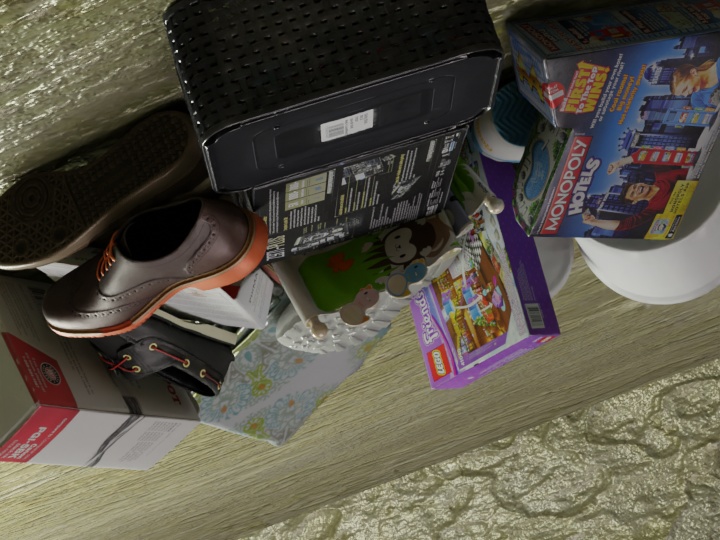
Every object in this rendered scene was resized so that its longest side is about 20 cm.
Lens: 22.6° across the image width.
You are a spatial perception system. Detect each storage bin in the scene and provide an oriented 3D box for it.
[{"bbox_3d":[-0.017,-0.135,1.178,0.200,0.094,0.135,-18,166,-5],"label":"storage bin"}]

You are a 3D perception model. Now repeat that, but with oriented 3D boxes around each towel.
[{"bbox_3d":[-0.080,0.079,1.682,0.171,0.048,0.200,-45,145,14],"label":"towel"}]

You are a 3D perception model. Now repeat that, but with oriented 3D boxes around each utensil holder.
[{"bbox_3d":[0.264,-0.071,1.621,0.170,0.170,0.200,-21,164,9],"label":"utensil holder"}]

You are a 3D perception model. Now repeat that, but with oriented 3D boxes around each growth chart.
[{"bbox_3d":[0.020,-0.027,1.469,0.200,0.145,0.018,-33,130,-10],"label":"growth chart"}]

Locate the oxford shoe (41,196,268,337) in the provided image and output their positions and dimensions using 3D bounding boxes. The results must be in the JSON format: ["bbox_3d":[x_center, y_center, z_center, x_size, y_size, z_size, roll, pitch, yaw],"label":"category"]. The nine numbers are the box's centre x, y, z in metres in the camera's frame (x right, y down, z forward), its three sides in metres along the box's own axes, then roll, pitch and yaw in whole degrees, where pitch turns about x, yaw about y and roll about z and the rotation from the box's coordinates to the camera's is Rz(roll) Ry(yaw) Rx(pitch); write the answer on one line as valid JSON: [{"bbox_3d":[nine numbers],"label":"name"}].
[{"bbox_3d":[-0.165,-0.009,1.305,0.200,0.071,0.073,-24,144,28],"label":"oxford shoe"}]

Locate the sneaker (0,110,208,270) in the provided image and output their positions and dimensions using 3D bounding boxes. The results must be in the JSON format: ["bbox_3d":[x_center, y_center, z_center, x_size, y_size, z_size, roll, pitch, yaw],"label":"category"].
[{"bbox_3d":[-0.185,-0.048,1.327,0.200,0.071,0.076,-25,158,21],"label":"sneaker"}]

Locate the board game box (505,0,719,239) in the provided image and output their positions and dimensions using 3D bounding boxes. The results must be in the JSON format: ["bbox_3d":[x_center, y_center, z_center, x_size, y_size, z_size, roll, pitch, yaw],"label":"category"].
[{"bbox_3d":[0.188,-0.124,1.392,0.200,0.062,0.200,2,122,-32],"label":"board game box"}]

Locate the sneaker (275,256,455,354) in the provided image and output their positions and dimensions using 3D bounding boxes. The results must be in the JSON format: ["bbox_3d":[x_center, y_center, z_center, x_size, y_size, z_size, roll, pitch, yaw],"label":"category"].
[{"bbox_3d":[0.000,0.000,1.566,0.200,0.081,0.076,-37,144,28],"label":"sneaker"}]

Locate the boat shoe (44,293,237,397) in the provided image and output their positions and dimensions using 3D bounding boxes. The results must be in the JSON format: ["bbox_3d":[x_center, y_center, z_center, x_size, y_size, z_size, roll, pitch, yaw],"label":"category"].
[{"bbox_3d":[-0.184,0.061,1.512,0.074,0.063,0.201,5,168,41],"label":"boat shoe"}]

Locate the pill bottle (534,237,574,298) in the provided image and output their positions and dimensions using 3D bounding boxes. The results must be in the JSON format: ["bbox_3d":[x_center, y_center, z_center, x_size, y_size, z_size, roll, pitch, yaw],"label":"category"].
[{"bbox_3d":[0.121,-0.009,1.758,0.112,0.112,0.200,-13,178,-19],"label":"pill bottle"}]

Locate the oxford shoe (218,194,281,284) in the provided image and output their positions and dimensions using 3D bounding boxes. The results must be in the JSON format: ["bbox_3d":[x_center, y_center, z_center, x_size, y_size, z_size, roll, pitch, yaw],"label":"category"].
[{"bbox_3d":[-0.058,-0.034,1.556,0.075,0.071,0.200,-29,163,23],"label":"oxford shoe"}]

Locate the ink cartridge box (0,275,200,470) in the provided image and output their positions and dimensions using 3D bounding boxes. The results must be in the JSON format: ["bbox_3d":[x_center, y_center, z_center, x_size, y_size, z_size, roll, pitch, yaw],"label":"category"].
[{"bbox_3d":[-0.254,0.090,1.553,0.083,0.147,0.200,-44,149,23],"label":"ink cartridge box"}]

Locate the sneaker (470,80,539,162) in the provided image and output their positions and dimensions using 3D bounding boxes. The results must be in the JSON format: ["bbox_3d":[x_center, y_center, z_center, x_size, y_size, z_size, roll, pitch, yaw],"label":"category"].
[{"bbox_3d":[0.187,-0.135,1.496,0.200,0.077,0.081,-7,173,-19],"label":"sneaker"}]

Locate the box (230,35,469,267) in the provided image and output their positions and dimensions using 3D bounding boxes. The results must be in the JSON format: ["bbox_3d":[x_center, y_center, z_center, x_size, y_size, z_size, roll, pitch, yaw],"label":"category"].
[{"bbox_3d":[-0.017,-0.089,1.360,0.164,0.086,0.200,-17,166,-7],"label":"box"}]

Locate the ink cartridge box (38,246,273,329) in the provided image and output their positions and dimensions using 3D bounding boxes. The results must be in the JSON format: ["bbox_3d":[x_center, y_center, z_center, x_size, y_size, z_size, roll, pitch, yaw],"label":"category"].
[{"bbox_3d":[-0.167,0.002,1.470,0.162,0.057,0.200,7,165,9],"label":"ink cartridge box"}]

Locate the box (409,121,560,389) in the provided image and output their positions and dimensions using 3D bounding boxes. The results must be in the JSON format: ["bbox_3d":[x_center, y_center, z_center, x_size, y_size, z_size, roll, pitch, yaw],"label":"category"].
[{"bbox_3d":[0.090,-0.014,1.545,0.039,0.200,0.137,0,159,-38],"label":"box"}]

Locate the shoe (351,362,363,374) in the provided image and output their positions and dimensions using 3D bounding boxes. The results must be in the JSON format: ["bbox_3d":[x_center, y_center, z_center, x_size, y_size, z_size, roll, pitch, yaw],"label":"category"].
[{"bbox_3d":[-0.051,0.016,1.758,0.071,0.091,0.200,-28,138,-11],"label":"shoe"}]
